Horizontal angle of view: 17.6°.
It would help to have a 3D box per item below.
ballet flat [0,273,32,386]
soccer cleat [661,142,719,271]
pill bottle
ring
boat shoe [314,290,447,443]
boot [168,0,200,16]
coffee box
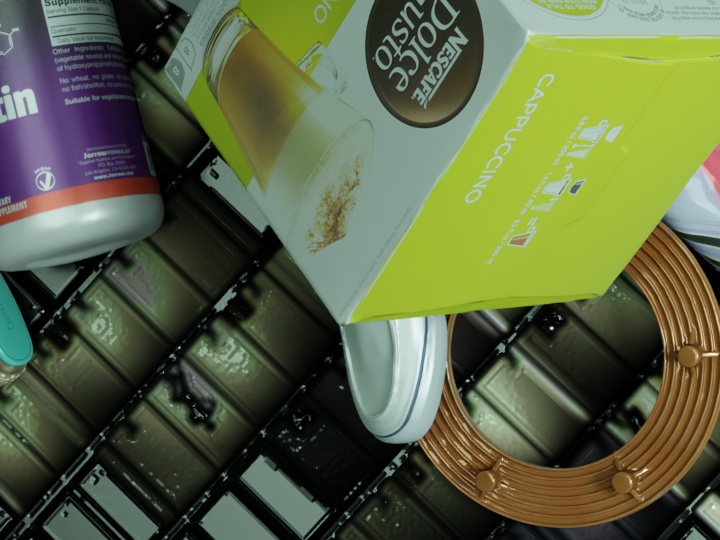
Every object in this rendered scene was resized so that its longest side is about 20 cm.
[{"bbox_3d":[-0.262,-0.020,1.405,0.065,0.070,0.200,-23,80,24],"label":"ballet flat"},{"bbox_3d":[0.193,-0.039,1.322,0.200,0.067,0.076,48,135,0],"label":"soccer cleat"},{"bbox_3d":[-0.191,-0.106,1.366,0.112,0.112,0.200,-16,85,10],"label":"pill bottle"},{"bbox_3d":[0.110,0.049,1.330,0.200,0.019,0.201,2,95,23],"label":"ring"},{"bbox_3d":[0.000,0.000,1.339,0.074,0.067,0.200,-16,74,46],"label":"boat shoe"},{"bbox_3d":[-0.075,-0.195,1.368,0.200,0.074,0.096,31,55,-14],"label":"boot"},{"bbox_3d":[0.059,-0.112,1.214,0.198,0.200,0.200,55,130,29],"label":"coffee box"}]
